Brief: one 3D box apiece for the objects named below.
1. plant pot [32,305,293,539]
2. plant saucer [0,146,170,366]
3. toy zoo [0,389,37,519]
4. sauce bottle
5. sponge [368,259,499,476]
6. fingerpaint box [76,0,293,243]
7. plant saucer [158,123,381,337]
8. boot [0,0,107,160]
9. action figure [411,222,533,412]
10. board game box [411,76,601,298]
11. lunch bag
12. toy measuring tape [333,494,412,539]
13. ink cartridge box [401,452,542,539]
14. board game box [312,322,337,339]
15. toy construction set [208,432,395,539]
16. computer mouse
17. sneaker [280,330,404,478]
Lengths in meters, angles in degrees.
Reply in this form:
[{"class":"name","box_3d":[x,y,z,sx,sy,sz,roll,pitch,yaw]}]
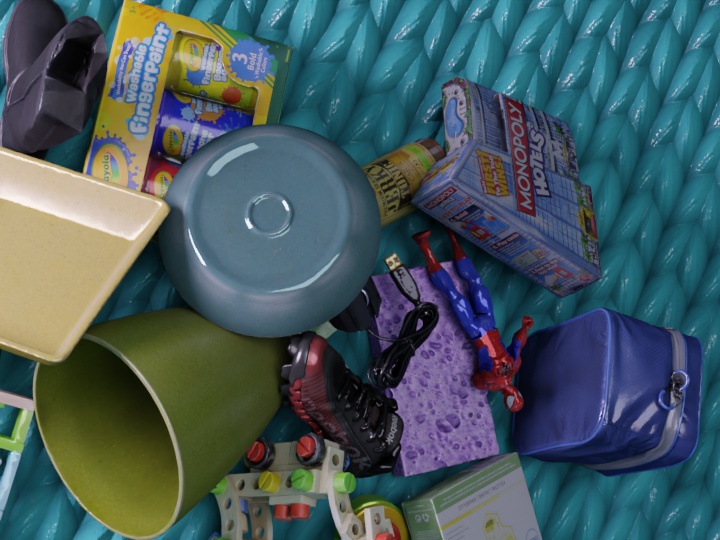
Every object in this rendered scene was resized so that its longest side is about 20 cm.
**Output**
[{"class":"plant pot","box_3d":[-0.153,0.107,1.259,0.199,0.186,0.189,-28,94,-45]},{"class":"plant saucer","box_3d":[-0.286,-0.007,1.187,0.198,0.049,0.201,18,46,12]},{"class":"toy zoo","box_3d":[-0.370,0.192,1.224,0.130,0.020,0.203,19,85,-24]},{"class":"sauce bottle","box_3d":[0.002,-0.066,1.387,0.199,0.065,0.065,-30,95,-30]},{"class":"sponge","box_3d":[0.069,0.095,1.423,0.110,0.030,0.203,-9,87,-23]},{"class":"fingerpaint box","box_3d":[-0.164,-0.128,1.319,0.165,0.073,0.203,14,74,-12]},{"class":"plant saucer","box_3d":[-0.079,-0.043,1.241,0.197,0.036,0.203,0,70,-1]},{"class":"boot","box_3d":[-0.267,-0.184,1.232,0.065,0.200,0.167,5,81,-21]},{"class":"action figure","box_3d":[0.125,0.046,1.388,0.065,0.099,0.202,-25,96,-23]},{"class":"board game box","box_3d":[0.140,-0.096,1.403,0.198,0.061,0.203,17,58,-35]},{"class":"lunch bag","box_3d":[0.254,0.123,1.402,0.131,0.200,0.138,15,73,-22]},{"class":"toy measuring tape","box_3d":[-0.025,0.254,1.346,0.197,0.074,0.075,-7,86,-16]},{"class":"ink cartridge box","box_3d":[0.124,0.296,1.378,0.145,0.048,0.203,-18,91,-47]},{"class":"board game box","box_3d":[-0.090,-0.014,1.377,0.104,0.023,0.201,-37,97,-24]},{"class":"toy construction set","box_3d":[-0.062,0.219,1.274,0.092,0.197,0.133,39,53,-58]},{"class":"computer mouse","box_3d":[0.000,0.000,1.309,0.201,0.046,0.140,50,38,-2]},{"class":"sneaker","box_3d":[-0.011,0.125,1.300,0.097,0.202,0.071,5,51,20]}]
